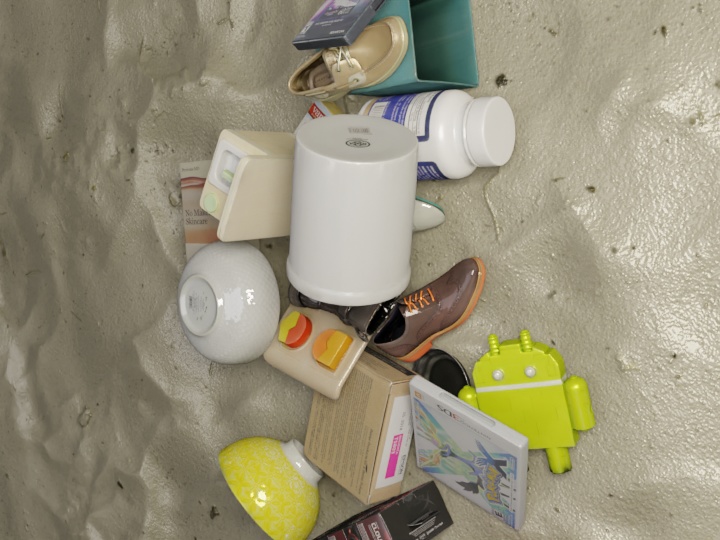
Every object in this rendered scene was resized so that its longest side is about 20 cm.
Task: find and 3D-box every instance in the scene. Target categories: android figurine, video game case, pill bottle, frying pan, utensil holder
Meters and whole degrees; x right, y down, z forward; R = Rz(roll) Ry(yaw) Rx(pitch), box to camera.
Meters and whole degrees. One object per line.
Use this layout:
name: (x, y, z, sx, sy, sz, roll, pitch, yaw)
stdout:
android figurine: (0.220, 0.177, 1.188, 0.181, 0.041, 0.201, -8, 100, 28)
video game case: (0.148, 0.253, 1.222, 0.182, 0.022, 0.201, 27, 144, 32)
pill bottle: (0.102, -0.183, 1.204, 0.199, 0.119, 0.120, 3, 97, 37)
frying pan: (0.101, 0.190, 1.305, 0.190, 0.031, 0.115, -51, 60, 41)
video game case: (0.006, -0.365, 1.139, 0.200, 0.019, 0.143, -54, 31, -11)
utensil holder: (-0.010, -0.081, 1.153, 0.170, 0.170, 0.201, 27, 128, 32)

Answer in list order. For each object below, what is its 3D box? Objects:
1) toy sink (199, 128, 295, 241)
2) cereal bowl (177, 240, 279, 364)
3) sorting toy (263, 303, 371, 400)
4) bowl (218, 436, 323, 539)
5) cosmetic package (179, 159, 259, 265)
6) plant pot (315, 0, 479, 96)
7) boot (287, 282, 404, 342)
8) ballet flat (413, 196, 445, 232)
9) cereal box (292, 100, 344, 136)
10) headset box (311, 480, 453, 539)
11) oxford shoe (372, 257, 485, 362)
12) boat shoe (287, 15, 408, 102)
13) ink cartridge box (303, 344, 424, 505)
toy sink: (-0.155, -0.129, 1.305, 0.112, 0.200, 0.131, 33, 115, 28)
cereal bowl: (-0.223, 0.052, 1.388, 0.199, 0.083, 0.201, 4, 97, 39)
sorting toy: (-0.053, 0.074, 1.340, 0.185, 0.036, 0.201, 21, 80, 45)
bowl: (-0.125, 0.335, 1.424, 0.108, 0.200, 0.200, -41, 68, 1)
cosmetic package: (-0.237, -0.086, 1.494, 0.103, 0.087, 0.201, -1, 95, 38)
plant pot: (0.037, -0.311, 1.229, 0.199, 0.141, 0.142, -4, 93, 42)
boot: (0.000, 0.000, 1.291, 0.174, 0.069, 0.201, 15, 71, 38)
ballet flat: (0.023, -0.084, 1.287, 0.199, 0.069, 0.070, 19, 107, 18)
cereal box: (-0.067, -0.149, 1.387, 0.144, 0.039, 0.200, 51, 121, 20)
headset box: (0.030, 0.391, 1.311, 0.200, 0.148, 0.075, -34, 77, 34)
oxford shoe: (0.097, 0.054, 1.251, 0.200, 0.072, 0.071, -50, 41, 23)
boat shoe: (-0.019, -0.272, 1.152, 0.200, 0.065, 0.073, -17, 84, 48)
ink cartridge box: (0.001, 0.224, 1.342, 0.164, 0.075, 0.201, 27, 112, 44)
